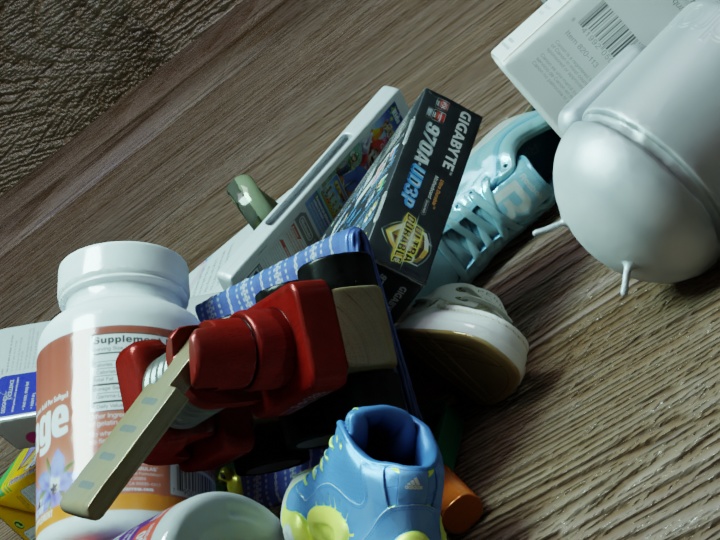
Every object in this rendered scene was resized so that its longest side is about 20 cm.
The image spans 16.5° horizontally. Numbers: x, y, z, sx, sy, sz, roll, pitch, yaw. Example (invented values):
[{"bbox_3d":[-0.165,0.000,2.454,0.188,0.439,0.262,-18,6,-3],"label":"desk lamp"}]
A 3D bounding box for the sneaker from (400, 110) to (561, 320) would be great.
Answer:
[{"bbox_3d":[0.088,-0.048,1.711,0.200,0.074,0.082,-51,13,-25],"label":"sneaker"}]

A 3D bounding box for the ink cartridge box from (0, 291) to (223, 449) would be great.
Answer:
[{"bbox_3d":[-0.179,0.069,1.669,0.200,0.037,0.095,-8,40,7],"label":"ink cartridge box"}]

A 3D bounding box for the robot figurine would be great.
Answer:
[{"bbox_3d":[0.188,-0.074,1.404,0.200,0.113,0.170,-47,44,-12],"label":"robot figurine"}]

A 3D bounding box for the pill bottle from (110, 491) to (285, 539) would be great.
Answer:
[{"bbox_3d":[-0.129,0.211,1.452,0.200,0.111,0.111,-31,18,42],"label":"pill bottle"}]

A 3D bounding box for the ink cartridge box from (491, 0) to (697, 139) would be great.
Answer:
[{"bbox_3d":[0.202,-0.142,1.506,0.200,0.147,0.083,-41,9,5],"label":"ink cartridge box"}]

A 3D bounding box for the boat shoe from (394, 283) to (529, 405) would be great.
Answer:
[{"bbox_3d":[0.060,0.037,1.529,0.069,0.071,0.200,-49,13,-16],"label":"boat shoe"}]

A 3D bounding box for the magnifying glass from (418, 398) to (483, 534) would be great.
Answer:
[{"bbox_3d":[0.039,0.120,1.454,0.080,0.022,0.200,-43,11,-2],"label":"magnifying glass"}]

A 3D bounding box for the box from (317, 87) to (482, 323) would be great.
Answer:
[{"bbox_3d":[0.000,0.000,1.592,0.200,0.046,0.159,-54,11,46],"label":"box"}]

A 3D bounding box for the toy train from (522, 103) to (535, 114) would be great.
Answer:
[{"bbox_3d":[0.091,-0.060,1.834,0.200,0.034,0.046,-49,2,-18],"label":"toy train"}]

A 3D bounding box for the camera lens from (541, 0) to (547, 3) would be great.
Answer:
[{"bbox_3d":[0.210,-0.253,1.801,0.160,0.160,0.200,-45,13,-8],"label":"camera lens"}]

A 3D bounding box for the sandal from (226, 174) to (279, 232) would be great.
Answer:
[{"bbox_3d":[-0.030,-0.026,1.823,0.057,0.080,0.201,-44,-28,3],"label":"sandal"}]

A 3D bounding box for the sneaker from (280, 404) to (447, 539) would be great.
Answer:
[{"bbox_3d":[0.009,0.115,1.351,0.200,0.076,0.105,-148,61,-67],"label":"sneaker"}]

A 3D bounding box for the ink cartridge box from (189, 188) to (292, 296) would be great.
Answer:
[{"bbox_3d":[-0.105,0.045,1.964,0.200,0.083,0.146,-39,13,18],"label":"ink cartridge box"}]

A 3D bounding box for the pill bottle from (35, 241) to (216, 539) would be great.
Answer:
[{"bbox_3d":[-0.148,0.089,1.554,0.112,0.112,0.200,-31,53,43],"label":"pill bottle"}]

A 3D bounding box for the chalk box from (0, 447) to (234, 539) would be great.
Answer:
[{"bbox_3d":[-0.145,0.121,1.757,0.124,0.125,0.200,-27,22,49],"label":"chalk box"}]

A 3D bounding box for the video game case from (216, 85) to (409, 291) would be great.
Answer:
[{"bbox_3d":[-0.013,-0.016,1.784,0.018,0.143,0.200,19,57,40],"label":"video game case"}]

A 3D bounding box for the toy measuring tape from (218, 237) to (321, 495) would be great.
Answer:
[{"bbox_3d":[-0.068,0.062,1.699,0.074,0.074,0.200,-24,48,55],"label":"toy measuring tape"}]

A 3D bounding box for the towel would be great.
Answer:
[{"bbox_3d":[-0.036,0.065,1.518,0.024,0.145,0.200,-11,-9,-35],"label":"towel"}]

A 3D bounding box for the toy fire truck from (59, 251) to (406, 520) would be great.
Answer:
[{"bbox_3d":[-0.095,0.077,1.408,0.200,0.129,0.176,-4,-15,-33],"label":"toy fire truck"}]
